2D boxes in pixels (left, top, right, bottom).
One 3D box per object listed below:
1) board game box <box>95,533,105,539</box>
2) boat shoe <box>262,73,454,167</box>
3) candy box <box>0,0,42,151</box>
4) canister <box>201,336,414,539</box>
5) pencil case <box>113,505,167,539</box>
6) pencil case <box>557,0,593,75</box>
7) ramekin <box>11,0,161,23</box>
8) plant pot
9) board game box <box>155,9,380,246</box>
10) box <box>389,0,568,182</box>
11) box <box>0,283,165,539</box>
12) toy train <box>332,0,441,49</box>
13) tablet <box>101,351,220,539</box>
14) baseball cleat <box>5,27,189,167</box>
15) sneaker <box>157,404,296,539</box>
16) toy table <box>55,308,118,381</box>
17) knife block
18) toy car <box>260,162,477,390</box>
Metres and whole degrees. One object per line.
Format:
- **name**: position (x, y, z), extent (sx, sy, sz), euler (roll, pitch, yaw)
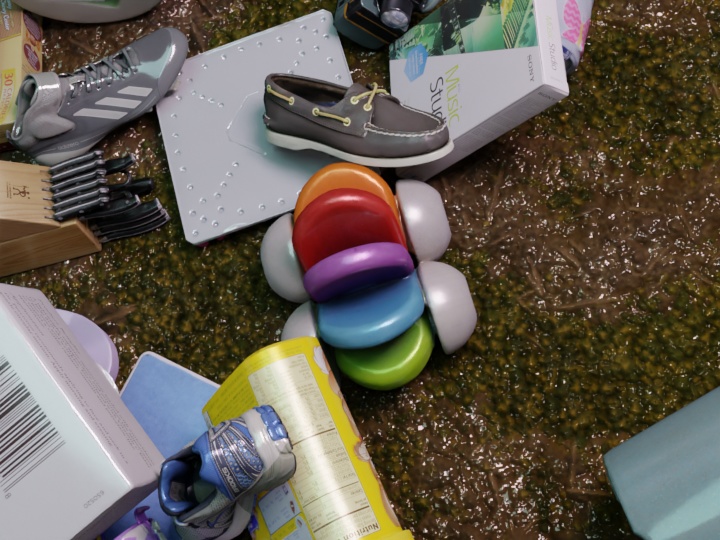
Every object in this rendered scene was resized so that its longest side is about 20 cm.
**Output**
- **board game box**: position (-0.314, 0.283, 1.033), extent (0.198, 0.045, 0.136), euler (-25, 69, 5)
- **boat shoe**: position (-0.008, -0.140, 1.075), extent (0.199, 0.061, 0.072), euler (12, 32, 31)
- **candy box**: position (-0.399, -0.223, 1.250), extent (0.113, 0.055, 0.203), euler (-9, 67, 8)
- **canister**: position (-0.047, 0.173, 0.966), extent (0.086, 0.149, 0.202), euler (-12, 69, -36)
- **pencil case**: position (-0.138, 0.287, 0.963), extent (0.200, 0.084, 0.086), euler (44, 90, 5)
- **pencil case**: position (0.184, -0.284, 1.137), extent (0.083, 0.090, 0.203), euler (-13, 55, 55)
- **ramekin**: position (-0.280, -0.332, 1.197), extent (0.197, 0.200, 0.099), euler (-6, 75, 9)
- **plant pot**: position (0.299, 0.167, 0.892), extent (0.194, 0.200, 0.203), euler (-25, 66, 9)
- **board game box**: position (-0.096, -0.140, 1.173), extent (0.197, 0.026, 0.203), euler (-18, 67, 4)
- **box**: position (0.101, -0.185, 1.079), extent (0.199, 0.036, 0.147), euler (-28, 57, 45)
- **box**: position (-0.290, 0.147, 0.929), extent (0.199, 0.131, 0.200), euler (-39, 83, 1)
- **toy train**: position (0.032, -0.317, 1.172), extent (0.113, 0.084, 0.203), euler (-23, 51, 51)
- **tablet**: position (-0.192, 0.185, 1.072), extent (0.129, 0.014, 0.202), euler (22, 75, 19)
- **baseball cleat**: position (-0.261, -0.178, 1.163), extent (0.200, 0.106, 0.070), euler (-41, 56, 8)
- **sneaker**: position (-0.125, 0.166, 0.927), extent (0.084, 0.200, 0.078), euler (-13, 65, -32)
- **toy table**: position (-0.338, 0.082, 1.087), extent (0.197, 0.117, 0.186), euler (-20, 66, 4)
- **knife block**: position (-0.293, -0.048, 1.167), extent (0.200, 0.173, 0.065), euler (-39, 54, 45)
- **toy car**: position (0.000, 0.000, 1.030), extent (0.172, 0.150, 0.203), euler (-17, 66, 4)
